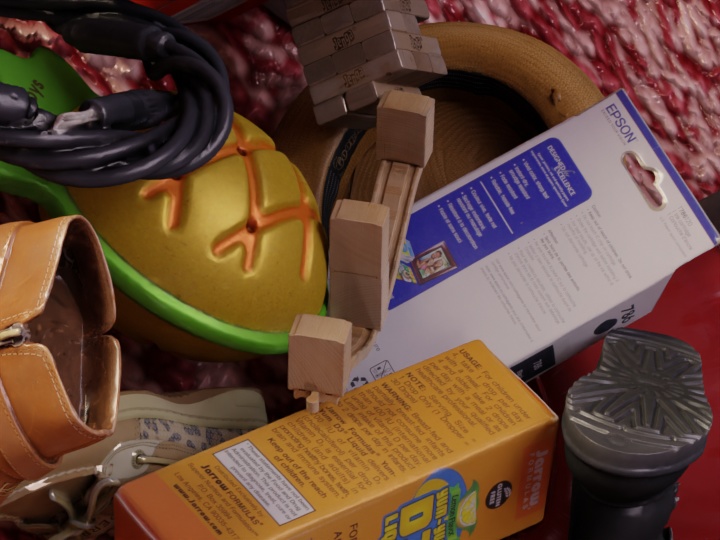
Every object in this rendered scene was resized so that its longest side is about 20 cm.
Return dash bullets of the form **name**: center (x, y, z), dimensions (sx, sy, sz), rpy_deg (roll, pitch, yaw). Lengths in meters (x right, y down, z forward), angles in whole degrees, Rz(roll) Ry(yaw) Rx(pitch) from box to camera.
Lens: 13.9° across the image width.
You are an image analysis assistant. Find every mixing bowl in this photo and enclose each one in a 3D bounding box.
- **mixing bowl**: center (0.128, 0.082, 1.510), dimensions (0.108, 0.200, 0.201), rpy_deg (-6, 74, -20)

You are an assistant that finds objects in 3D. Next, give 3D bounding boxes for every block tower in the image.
- **block tower**: center (-0.015, -0.173, 1.458), dimensions (0.058, 0.054, 0.201), rpy_deg (1, 70, -64)

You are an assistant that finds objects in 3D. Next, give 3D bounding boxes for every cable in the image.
- **cable**: center (-0.137, -0.100, 1.295), dimensions (0.162, 0.051, 0.200), rpy_deg (8, 26, -12)

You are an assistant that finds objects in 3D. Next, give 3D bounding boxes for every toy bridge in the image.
- **toy bridge**: center (0.000, 0.000, 1.352), dimensions (0.200, 0.027, 0.068), rpy_deg (-70, 165, -50)

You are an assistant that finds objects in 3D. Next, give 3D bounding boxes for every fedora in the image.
- **fedora**: center (0.043, -0.025, 1.496), dimensions (0.082, 0.199, 0.202), rpy_deg (73, 12, -66)

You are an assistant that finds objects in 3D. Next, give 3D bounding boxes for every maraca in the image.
- **maraca**: center (-0.098, -0.033, 1.344), dimensions (0.200, 0.107, 0.137), rpy_deg (34, 28, -10)

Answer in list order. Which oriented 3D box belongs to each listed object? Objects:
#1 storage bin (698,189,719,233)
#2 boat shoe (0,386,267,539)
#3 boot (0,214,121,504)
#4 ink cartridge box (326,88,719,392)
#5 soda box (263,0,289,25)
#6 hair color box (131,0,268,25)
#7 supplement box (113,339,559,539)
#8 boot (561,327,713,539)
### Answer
- **storage bin**: center (0.250, 0.013, 1.713), dimensions (0.199, 0.134, 0.146), rpy_deg (0, 72, -49)
- **boat shoe**: center (-0.101, 0.091, 1.297), dimensions (0.199, 0.073, 0.063), rpy_deg (-6, 73, -52)
- **boot**: center (-0.169, 0.001, 1.195), dimensions (0.073, 0.154, 0.201), rpy_deg (-6, 76, -51)
- **ink cartridge box**: center (0.065, 0.003, 1.415), dimensions (0.100, 0.199, 0.039), rpy_deg (60, -4, 24)
- **soda box**: center (-0.004, -0.219, 1.579), dimensions (0.063, 0.070, 0.201), rpy_deg (38, 46, -35)
- **hair color box**: center (-0.110, -0.222, 1.460), dimensions (0.101, 0.061, 0.201), rpy_deg (-13, 83, -52)
- **supplement box**: center (-0.010, 0.102, 1.290), dimensions (0.199, 0.067, 0.069), rpy_deg (-23, 46, -31)
- **boot**: center (0.111, 0.145, 1.366), dimensions (0.165, 0.065, 0.201), rpy_deg (-44, 149, -70)
